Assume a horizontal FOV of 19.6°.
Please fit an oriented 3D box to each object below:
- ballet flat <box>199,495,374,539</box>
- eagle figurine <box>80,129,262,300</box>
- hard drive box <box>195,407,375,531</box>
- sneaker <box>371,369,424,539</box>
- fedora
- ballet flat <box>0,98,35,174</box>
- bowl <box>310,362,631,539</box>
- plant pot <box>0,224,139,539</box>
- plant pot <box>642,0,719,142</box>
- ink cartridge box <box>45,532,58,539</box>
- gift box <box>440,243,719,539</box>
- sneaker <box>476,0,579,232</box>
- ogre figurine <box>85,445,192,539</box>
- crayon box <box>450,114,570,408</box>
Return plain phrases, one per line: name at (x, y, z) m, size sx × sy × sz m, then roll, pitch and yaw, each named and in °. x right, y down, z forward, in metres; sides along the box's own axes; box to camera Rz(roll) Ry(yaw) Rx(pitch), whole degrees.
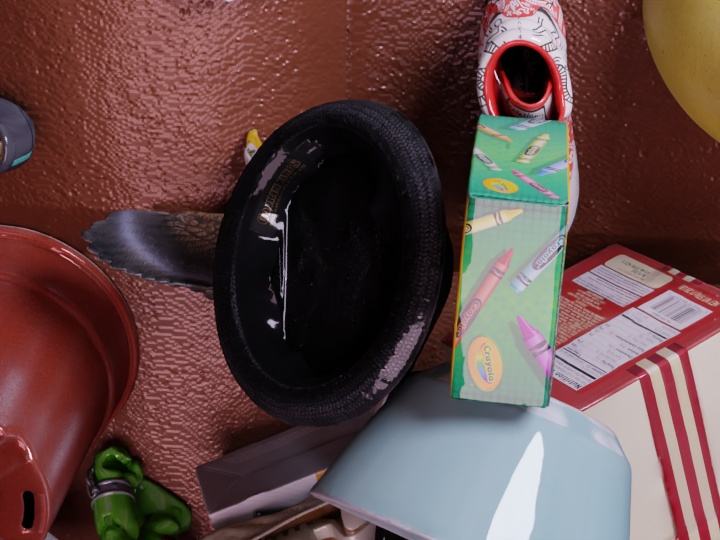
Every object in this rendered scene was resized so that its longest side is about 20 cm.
ballet flat at (-0.025, 0.190, 1.455) m, size 0.199 × 0.062 × 0.068 m, roll -23°, pitch 115°, yaw -3°
eagle figurine at (-0.066, -0.025, 1.413) m, size 0.199 × 0.151 × 0.152 m, roll -29°, pitch 124°, yaw 8°
hard drive box at (-0.014, 0.214, 1.545) m, size 0.155 × 0.077 × 0.201 m, roll -22°, pitch 116°, yaw -3°
sneaker at (0.055, 0.156, 1.395) m, size 0.073 × 0.201 × 0.112 m, roll 16°, pitch 159°, yaw -26°
fedora at (0.000, 0.000, 1.282) m, size 0.200 × 0.201 × 0.091 m, roll -42°, pitch 147°, yaw 25°
ballet flat at (-0.319, -0.109, 1.415) m, size 0.199 × 0.073 × 0.073 m, roll 18°, pitch 120°, yaw -6°
bowl at (0.080, 0.124, 1.236) m, size 0.200 × 0.201 × 0.106 m, roll 23°, pitch 82°, yaw -9°
plant pot at (-0.270, 0.103, 1.461) m, size 0.199 × 0.196 × 0.202 m, roll 3°, pitch 121°, yaw 4°
plant pot at (0.278, -0.140, 1.301) m, size 0.199 × 0.142 × 0.201 m, roll 3°, pitch 121°, yaw 4°
ink cartridge box at (-0.312, 0.223, 1.516) m, size 0.200 × 0.144 × 0.085 m, roll 31°, pitch 125°, yaw 27°
gift box at (0.191, 0.110, 1.413) m, size 0.199 × 0.184 × 0.188 m, roll -24°, pitch 118°, yaw -18°
sneaker at (0.108, -0.085, 1.367) m, size 0.067 × 0.108 × 0.202 m, roll -2°, pitch 120°, yaw 7°
ogre figurine at (-0.150, 0.238, 1.574) m, size 0.098 × 0.120 × 0.201 m, roll -4°, pitch 119°, yaw 6°
crayon box at (0.089, -0.011, 1.221) m, size 0.058 × 0.200 × 0.119 m, roll 5°, pitch 108°, yaw 4°
